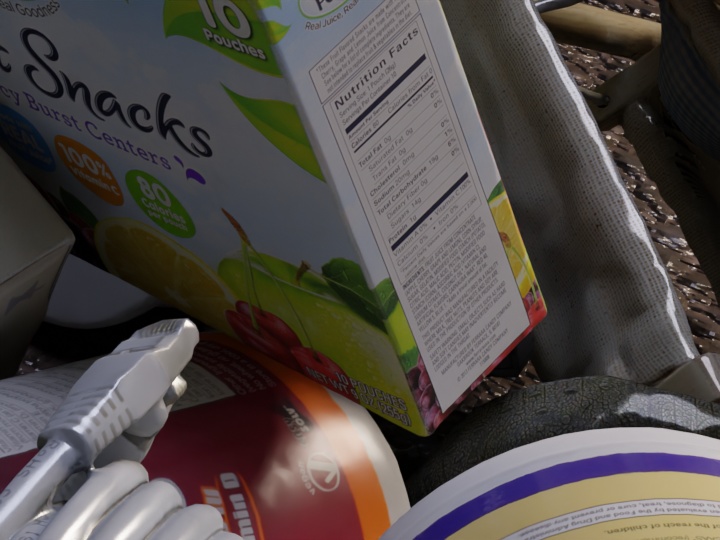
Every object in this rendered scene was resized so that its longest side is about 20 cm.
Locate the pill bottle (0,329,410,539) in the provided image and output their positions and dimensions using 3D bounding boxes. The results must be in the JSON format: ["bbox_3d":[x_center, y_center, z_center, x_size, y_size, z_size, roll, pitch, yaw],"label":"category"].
[{"bbox_3d":[-0.088,0.082,0.669,0.110,0.110,0.200,34,30,32],"label":"pill bottle"}]

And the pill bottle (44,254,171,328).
[{"bbox_3d":[-0.049,-0.053,0.967,0.113,0.113,0.200,26,27,18],"label":"pill bottle"}]

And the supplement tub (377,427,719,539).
[{"bbox_3d":[0.072,0.141,0.609,0.145,0.146,0.200,10,26,-15],"label":"supplement tub"}]

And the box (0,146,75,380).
[{"bbox_3d":[-0.170,-0.043,0.725,0.078,0.095,0.200,-35,77,-31],"label":"box"}]

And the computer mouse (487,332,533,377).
[{"bbox_3d":[0.000,0.000,0.817,0.046,0.141,0.200,-22,33,-9],"label":"computer mouse"}]

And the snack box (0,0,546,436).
[{"bbox_3d":[-0.057,-0.056,0.694,0.200,0.142,0.053,24,58,40],"label":"snack box"}]

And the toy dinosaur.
[{"bbox_3d":[0.049,0.073,0.753,0.102,0.200,0.077,56,41,-5],"label":"toy dinosaur"}]

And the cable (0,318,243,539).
[{"bbox_3d":[-0.071,0.130,0.483,0.069,0.200,0.200,29,36,2],"label":"cable"}]

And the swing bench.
[{"bbox_3d":[0.107,-0.023,0.909,0.200,0.130,0.199,-5,61,-35],"label":"swing bench"}]
